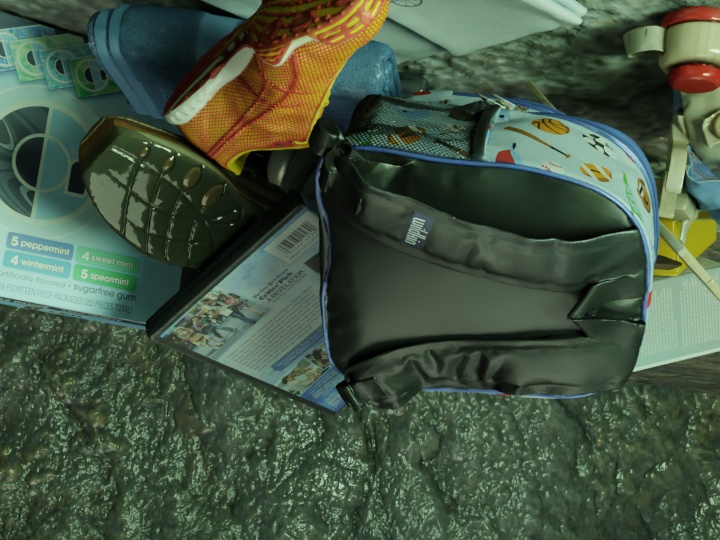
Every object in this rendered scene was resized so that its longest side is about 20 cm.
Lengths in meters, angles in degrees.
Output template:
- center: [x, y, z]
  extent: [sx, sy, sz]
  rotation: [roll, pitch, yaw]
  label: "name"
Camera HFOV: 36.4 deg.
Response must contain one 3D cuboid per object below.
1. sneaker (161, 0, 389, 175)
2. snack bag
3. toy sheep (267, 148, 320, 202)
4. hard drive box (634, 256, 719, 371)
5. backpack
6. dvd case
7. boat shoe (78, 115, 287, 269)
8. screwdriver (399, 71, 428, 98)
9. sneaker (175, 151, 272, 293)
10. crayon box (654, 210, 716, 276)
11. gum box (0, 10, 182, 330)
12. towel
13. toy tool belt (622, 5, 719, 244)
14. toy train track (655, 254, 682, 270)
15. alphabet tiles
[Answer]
- center: [-0.036, -0.111, 0.606]
  extent: [0.077, 0.073, 0.200]
  rotation: [36, 153, -20]
  label: "sneaker"
- center: [-0.001, -0.161, 0.645]
  extent: [0.188, 0.022, 0.199]
  rotation: [15, 168, -41]
  label: "snack bag"
- center: [-0.002, -0.069, 0.831]
  extent: [0.200, 0.138, 0.138]
  rotation: [43, -175, 22]
  label: "toy sheep"
- center: [0.200, 0.035, 0.972]
  extent: [0.199, 0.077, 0.156]
  rotation: [-10, -167, -16]
  label: "hard drive box"
- center: [0.079, -0.012, 0.644]
  extent: [0.189, 0.154, 0.201]
  rotation: [12, 132, 18]
  label: "backpack"
- center: [-0.032, 0.031, 0.768]
  extent: [0.143, 0.018, 0.200]
  rotation: [-40, 140, 18]
  label: "dvd case"
- center: [-0.103, -0.045, 0.721]
  extent: [0.076, 0.074, 0.200]
  rotation: [-40, 138, 15]
  label: "boat shoe"
- center: [-0.048, -0.140, 0.800]
  extent: [0.199, 0.028, 0.029]
  rotation: [6, 142, 12]
  label: "screwdriver"
- center: [-0.105, -0.043, 0.885]
  extent: [0.066, 0.201, 0.078]
  rotation: [27, 162, -28]
  label: "sneaker"
- center: [0.232, -0.035, 0.975]
  extent: [0.199, 0.052, 0.126]
  rotation: [1, -165, 33]
  label: "crayon box"
- center: [-0.208, -0.068, 0.809]
  extent: [0.169, 0.201, 0.044]
  rotation: [12, 169, -30]
  label: "gum box"
- center: [-0.070, -0.128, 0.715]
  extent: [0.199, 0.049, 0.112]
  rotation: [11, 163, 11]
  label: "towel"
- center: [0.235, -0.071, 0.691]
  extent: [0.124, 0.124, 0.200]
  rotation: [1, 168, 34]
  label: "toy tool belt"
- center: [0.164, -0.015, 0.817]
  extent: [0.114, 0.033, 0.200]
  rotation: [4, 172, -5]
  label: "toy train track"
- center: [0.194, -0.037, 0.737]
  extent: [0.167, 0.008, 0.200]
  rotation: [40, -166, -32]
  label: "alphabet tiles"
